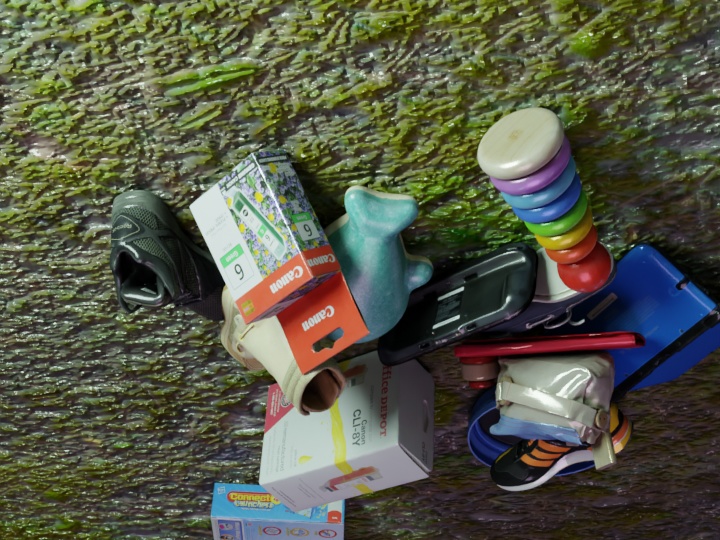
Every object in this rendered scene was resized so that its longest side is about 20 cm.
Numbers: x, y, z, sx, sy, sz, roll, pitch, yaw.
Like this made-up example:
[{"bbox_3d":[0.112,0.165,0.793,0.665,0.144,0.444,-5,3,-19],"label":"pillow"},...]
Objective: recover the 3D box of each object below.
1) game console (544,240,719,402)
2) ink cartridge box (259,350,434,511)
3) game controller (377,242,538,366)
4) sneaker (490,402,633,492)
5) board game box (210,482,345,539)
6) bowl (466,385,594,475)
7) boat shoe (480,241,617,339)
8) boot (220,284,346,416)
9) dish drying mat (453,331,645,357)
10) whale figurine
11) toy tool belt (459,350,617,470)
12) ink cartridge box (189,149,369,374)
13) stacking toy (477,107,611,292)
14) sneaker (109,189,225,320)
[{"bbox_3d":[0.338,0.051,1.303,0.170,0.118,0.200,42,135,2],"label":"game console"},{"bbox_3d":[-0.016,0.191,1.396,0.198,0.147,0.083,-20,135,25],"label":"ink cartridge box"},{"bbox_3d":[0.101,0.038,1.230,0.198,0.105,0.042,-25,130,31],"label":"game controller"},{"bbox_3d":[0.228,0.199,1.402,0.199,0.070,0.090,-28,117,32],"label":"sneaker"},{"bbox_3d":[-0.120,0.394,1.726,0.192,0.057,0.201,3,141,-1],"label":"board game box"},{"bbox_3d":[0.234,0.199,1.475,0.197,0.040,0.202,1,141,1],"label":"bowl"},{"bbox_3d":[0.194,0.028,1.236,0.199,0.076,0.062,-27,131,34],"label":"boat shoe"},{"bbox_3d":[-0.083,0.098,1.265,0.072,0.156,0.201,-33,158,-20],"label":"boot"},{"bbox_3d":[0.206,0.080,1.260,0.197,0.019,0.077,-6,172,22],"label":"dish drying mat"},{"bbox_3d":[0.000,0.000,1.187,0.157,0.105,0.201,12,143,-11],"label":"whale figurine"},{"bbox_3d":[0.197,0.156,1.297,0.198,0.125,0.124,0,-173,43],"label":"toy tool belt"},{"bbox_3d":[-0.081,-0.004,1.127,0.108,0.202,0.050,-33,168,37],"label":"ink cartridge box"},{"bbox_3d":[0.186,-0.054,1.101,0.084,0.086,0.201,-17,127,23],"label":"stacking toy"},{"bbox_3d":[-0.201,0.018,1.218,0.075,0.116,0.200,-12,141,20],"label":"sneaker"}]
